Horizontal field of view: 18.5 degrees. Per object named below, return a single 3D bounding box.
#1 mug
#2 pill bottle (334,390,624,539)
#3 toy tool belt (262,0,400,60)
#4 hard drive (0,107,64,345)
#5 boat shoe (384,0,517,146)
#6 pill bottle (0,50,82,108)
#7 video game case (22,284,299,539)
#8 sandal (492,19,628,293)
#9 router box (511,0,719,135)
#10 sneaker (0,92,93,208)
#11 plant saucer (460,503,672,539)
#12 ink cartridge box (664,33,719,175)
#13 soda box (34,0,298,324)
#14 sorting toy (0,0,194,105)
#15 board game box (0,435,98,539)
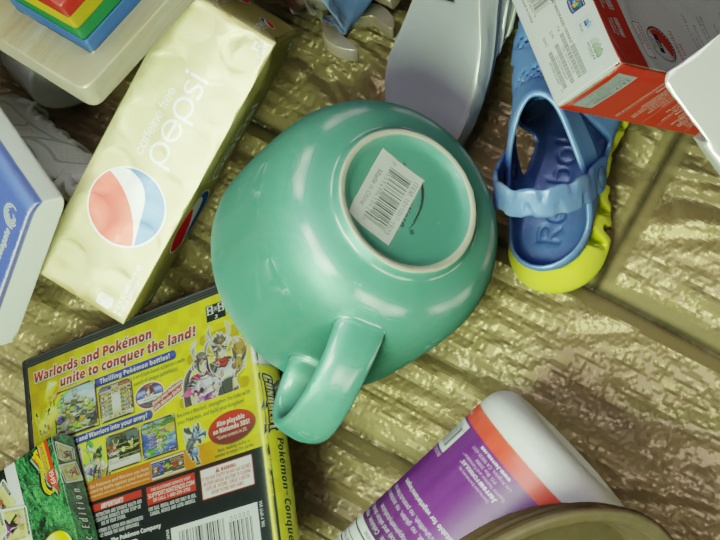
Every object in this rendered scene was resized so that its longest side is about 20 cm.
[{"bbox_3d":[0.007,-0.006,1.274,0.152,0.114,0.185,-11,76,-30],"label":"mug"},{"bbox_3d":[0.048,0.170,1.252,0.200,0.112,0.112,-44,66,4],"label":"pill bottle"},{"bbox_3d":[-0.014,-0.197,1.368,0.123,0.125,0.200,21,77,27],"label":"toy tool belt"},{"bbox_3d":[-0.255,-0.069,1.358,0.200,0.025,0.132,53,138,26],"label":"hard drive"},{"bbox_3d":[0.067,-0.163,1.352,0.072,0.066,0.200,18,109,38],"label":"boat shoe"},{"bbox_3d":[-0.234,-0.205,1.453,0.114,0.114,0.200,-45,66,3],"label":"pill bottle"},{"bbox_3d":[-0.124,0.116,1.340,0.200,0.025,0.181,-21,68,36],"label":"video game case"},{"bbox_3d":[0.119,-0.092,1.314,0.079,0.087,0.200,-2,73,20],"label":"sandal"},{"bbox_3d":[0.146,-0.179,1.275,0.049,0.179,0.200,-35,65,34],"label":"router box"},{"bbox_3d":[-0.216,-0.075,1.438,0.200,0.075,0.081,12,71,21],"label":"sneaker"},{"bbox_3d":[0.083,0.199,1.186,0.200,0.200,0.029,-43,46,4],"label":"plant saucer"},{"bbox_3d":[0.266,-0.060,1.220,0.115,0.068,0.200,-36,93,6],"label":"ink cartridge box"},{"bbox_3d":[-0.116,-0.073,1.331,0.068,0.064,0.200,31,106,4],"label":"soda box"},{"bbox_3d":[-0.168,-0.226,1.296,0.199,0.070,0.200,32,74,32],"label":"sorting toy"},{"bbox_3d":[-0.191,0.212,1.347,0.105,0.023,0.200,-34,61,29],"label":"board game box"}]
